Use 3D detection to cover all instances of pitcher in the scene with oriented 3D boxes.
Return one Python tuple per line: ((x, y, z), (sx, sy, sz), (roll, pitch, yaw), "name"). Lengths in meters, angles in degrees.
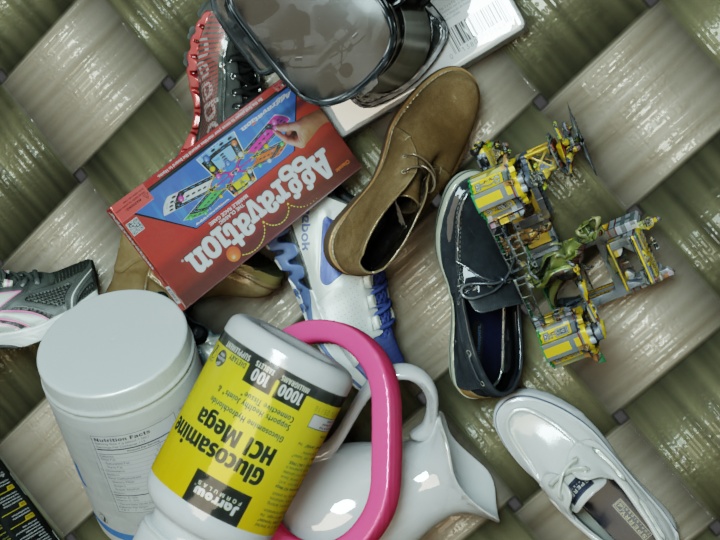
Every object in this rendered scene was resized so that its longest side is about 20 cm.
((0.000, 0.182, 1.094), (0.199, 0.121, 0.173), (-24, 106, 10), "pitcher")

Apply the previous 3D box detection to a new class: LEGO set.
((0.179, -0.032, 1.011), (0.115, 0.154, 0.202), (-23, 92, 20), "LEGO set")

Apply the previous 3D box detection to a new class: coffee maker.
((-0.038, -0.212, 0.974), (0.191, 0.200, 0.136), (29, 103, 8), "coffee maker")

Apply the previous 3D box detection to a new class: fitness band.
((-0.035, 0.141, 1.040), (0.142, 0.037, 0.202), (-5, 78, 24), "fitness band")

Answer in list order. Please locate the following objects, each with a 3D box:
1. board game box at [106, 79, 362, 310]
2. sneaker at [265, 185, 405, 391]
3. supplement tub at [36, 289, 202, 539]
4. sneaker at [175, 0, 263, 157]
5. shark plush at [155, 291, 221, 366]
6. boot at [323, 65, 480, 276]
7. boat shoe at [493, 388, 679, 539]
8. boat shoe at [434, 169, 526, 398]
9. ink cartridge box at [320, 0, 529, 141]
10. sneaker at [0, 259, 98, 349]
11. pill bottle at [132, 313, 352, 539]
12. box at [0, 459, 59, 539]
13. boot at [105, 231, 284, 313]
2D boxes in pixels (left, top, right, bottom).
((-0.102, -0.069, 1.044), (0.200, 0.019, 0.103), (-40, 100, -20), "board game box")
((0.000, -0.001, 1.098), (0.115, 0.080, 0.200), (-32, 86, 18), "sneaker")
((-0.188, 0.132, 1.072), (0.131, 0.132, 0.201), (2, 130, 15), "supplement tub")
((-0.109, -0.143, 1.104), (0.097, 0.071, 0.203), (16, 103, 39), "sneaker")
((-0.127, 0.107, 1.117), (0.083, 0.091, 0.200), (-15, 132, 38), "shark plush")
((0.048, -0.079, 1.030), (0.073, 0.075, 0.201), (34, 83, -19), "boot")
((0.194, 0.179, 1.074), (0.200, 0.065, 0.074), (39, 105, 7), "boat shoe")
((0.107, 0.015, 1.068), (0.074, 0.062, 0.202), (-8, 101, -27), "boat shoe")
((0.018, -0.235, 1.084), (0.199, 0.045, 0.177), (-29, 89, 16), "ink cartridge box")
((-0.335, 0.028, 1.139), (0.199, 0.080, 0.087), (-25, 111, -18), "sneaker")
((-0.097, 0.145, 0.986), (0.112, 0.112, 0.201), (28, 90, 10), "pill bottle")
((-0.359, 0.263, 1.162), (0.049, 0.200, 0.160), (-37, 87, 14), "box")
((-0.172, 0.061, 1.164), (0.174, 0.066, 0.202), (22, 103, 19), "boot")
